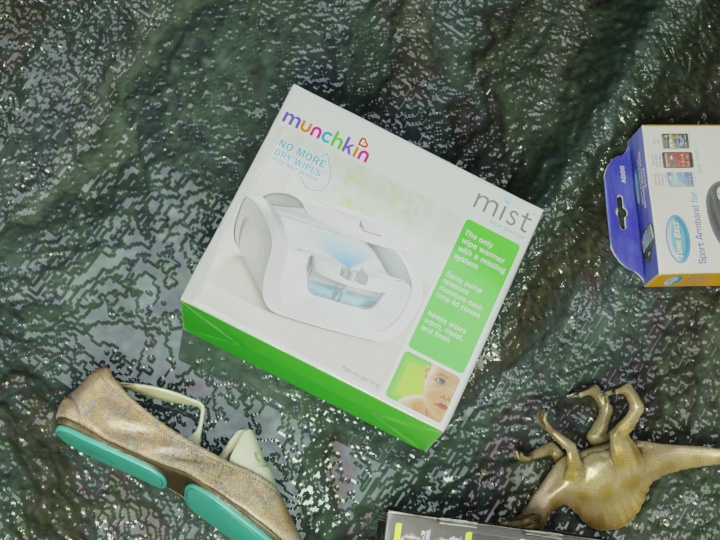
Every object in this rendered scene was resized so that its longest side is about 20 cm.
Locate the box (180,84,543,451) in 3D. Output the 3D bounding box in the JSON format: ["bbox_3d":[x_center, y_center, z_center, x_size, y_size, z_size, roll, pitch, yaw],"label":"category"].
[{"bbox_3d":[0.000,0.000,0.960,0.199,0.097,0.178,27,74,1],"label":"box"}]

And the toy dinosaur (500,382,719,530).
[{"bbox_3d":[0.183,0.133,0.978,0.198,0.058,0.102,-17,92,-5],"label":"toy dinosaur"}]

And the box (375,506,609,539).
[{"bbox_3d":[0.079,0.268,0.906,0.158,0.044,0.202,8,81,-5],"label":"box"}]

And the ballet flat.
[{"bbox_3d":[-0.110,0.126,0.924,0.199,0.068,0.068,31,65,0],"label":"ballet flat"}]

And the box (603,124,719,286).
[{"bbox_3d":[0.288,-0.050,1.045,0.198,0.042,0.120,-1,74,-11],"label":"box"}]
